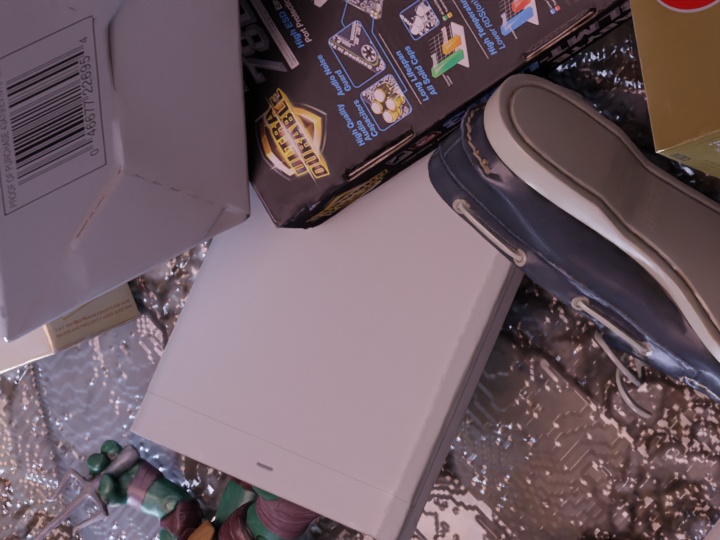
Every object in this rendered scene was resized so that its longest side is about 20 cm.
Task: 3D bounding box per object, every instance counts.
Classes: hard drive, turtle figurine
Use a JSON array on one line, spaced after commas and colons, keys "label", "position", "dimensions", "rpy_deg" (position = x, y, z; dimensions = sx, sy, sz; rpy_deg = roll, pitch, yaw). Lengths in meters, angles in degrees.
[{"label": "hard drive", "position": [0.000, 0.000, 1.180], "dimensions": [0.131, 0.026, 0.201], "rpy_deg": [21, 85, 24]}, {"label": "turtle figurine", "position": [-0.082, 0.135, 1.279], "dimensions": [0.200, 0.100, 0.150], "rpy_deg": [-50, 36, 28]}]

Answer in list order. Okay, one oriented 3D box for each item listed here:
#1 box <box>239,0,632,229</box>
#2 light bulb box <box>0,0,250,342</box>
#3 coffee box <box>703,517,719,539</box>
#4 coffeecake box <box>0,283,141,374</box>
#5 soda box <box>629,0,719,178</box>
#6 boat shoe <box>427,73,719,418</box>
[{"label": "box", "position": [0.002, -0.151, 1.143], "dimensions": [0.198, 0.050, 0.200], "rpy_deg": [-34, 80, 18]}, {"label": "light bulb box", "position": [-0.150, -0.119, 1.118], "dimensions": [0.200, 0.125, 0.199], "rpy_deg": [42, 148, 36]}, {"label": "coffee box", "position": [0.223, 0.144, 1.010], "dimensions": [0.200, 0.198, 0.200], "rpy_deg": [39, 94, 15]}, {"label": "coffeecake box", "position": [-0.214, -0.041, 1.319], "dimensions": [0.153, 0.073, 0.201], "rpy_deg": [-20, 92, 33]}, {"label": "soda box", "position": [0.136, -0.139, 1.052], "dimensions": [0.064, 0.068, 0.201], "rpy_deg": [-20, 69, 32]}, {"label": "boat shoe", "position": [0.113, 0.006, 1.125], "dimensions": [0.200, 0.075, 0.062], "rpy_deg": [36, 132, -13]}]
